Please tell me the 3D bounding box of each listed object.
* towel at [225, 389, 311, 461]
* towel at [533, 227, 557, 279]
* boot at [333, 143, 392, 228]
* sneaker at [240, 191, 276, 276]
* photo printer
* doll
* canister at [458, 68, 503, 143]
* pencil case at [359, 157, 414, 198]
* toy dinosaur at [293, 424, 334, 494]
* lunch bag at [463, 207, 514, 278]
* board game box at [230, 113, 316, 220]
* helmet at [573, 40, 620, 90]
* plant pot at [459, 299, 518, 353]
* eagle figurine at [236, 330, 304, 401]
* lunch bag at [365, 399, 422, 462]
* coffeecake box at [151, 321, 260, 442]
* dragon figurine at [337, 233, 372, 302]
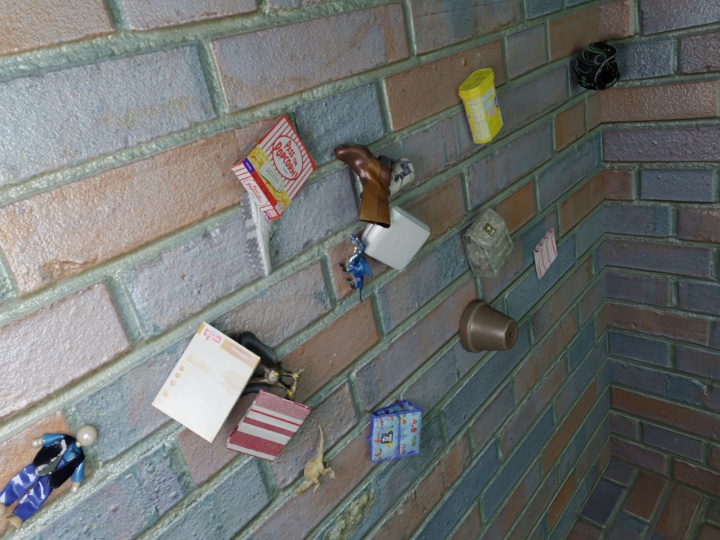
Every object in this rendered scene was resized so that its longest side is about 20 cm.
[{"bbox_3d":[-0.226,0.382,1.320,0.141,0.023,0.202,25,115,-25],"label":"towel"},{"bbox_3d":[0.846,-0.078,2.458,0.199,0.029,0.150,-43,126,-33],"label":"towel"},{"bbox_3d":[0.004,-0.225,1.463,0.184,0.068,0.208,18,67,-33],"label":"boot"},{"bbox_3d":[-0.228,-0.088,1.295,0.080,0.073,0.208,-17,108,-41],"label":"sneaker"},{"bbox_3d":[0.097,-0.100,1.597,0.197,0.070,0.168,24,111,-45],"label":"photo printer"},{"bbox_3d":[-0.583,0.380,1.026,0.201,0.047,0.139,-51,121,-35],"label":"doll"},{"bbox_3d":[0.424,-0.570,1.887,0.149,0.085,0.204,-47,129,-29],"label":"canister"},{"bbox_3d":[0.083,-0.252,1.593,0.079,0.089,0.200,50,58,-6],"label":"pencil case"},{"bbox_3d":[-0.119,0.557,1.539,0.101,0.057,0.206,37,70,-42],"label":"toy dinosaur"},{"bbox_3d":[0.467,-0.106,1.996,0.165,0.115,0.203,-47,122,-28],"label":"lunch bag"},{"bbox_3d":[-0.199,-0.245,1.279,0.153,0.045,0.203,55,46,-30],"label":"board game box"},{"bbox_3d":[1.047,-0.911,2.406,0.193,0.193,0.205,-14,132,-16],"label":"helmet"},{"bbox_3d":[0.495,0.226,2.042,0.196,0.171,0.209,-12,107,-44],"label":"plant pot"},{"bbox_3d":[-0.240,0.254,1.333,0.194,0.153,0.155,20,38,-17],"label":"eagle figurine"},{"bbox_3d":[0.097,0.524,1.755,0.194,0.093,0.157,-3,101,-33],"label":"lunch bag"},{"bbox_3d":[-0.334,0.245,1.192,0.151,0.073,0.204,31,71,-2],"label":"coffeecake box"},{"bbox_3d":[0.000,0.000,1.536,0.097,0.059,0.204,-29,114,-6],"label":"dragon figurine"}]
